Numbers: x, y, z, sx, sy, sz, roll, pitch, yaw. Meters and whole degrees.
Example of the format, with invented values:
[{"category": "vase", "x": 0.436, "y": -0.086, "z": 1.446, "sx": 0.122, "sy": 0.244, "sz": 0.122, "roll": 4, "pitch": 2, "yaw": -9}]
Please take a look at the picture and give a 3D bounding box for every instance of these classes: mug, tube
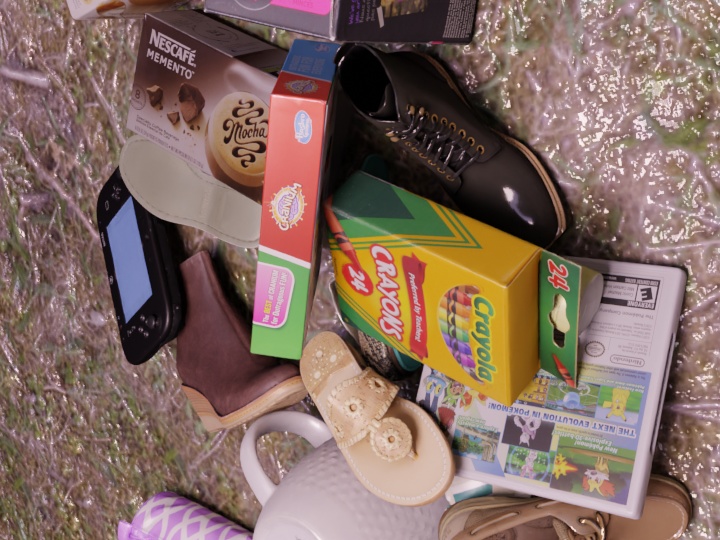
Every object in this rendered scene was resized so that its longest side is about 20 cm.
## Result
[{"category": "mug", "x": -0.022, "y": 0.201, "z": 0.962, "sx": 0.200, "sy": 0.174, "sz": 0.148, "roll": 45, "pitch": 123, "yaw": 18}, {"category": "tube", "x": 0.089, "y": -0.014, "z": 0.856, "sx": 0.198, "sy": 0.052, "sz": 0.059, "roll": 26, "pitch": 127, "yaw": 28}]

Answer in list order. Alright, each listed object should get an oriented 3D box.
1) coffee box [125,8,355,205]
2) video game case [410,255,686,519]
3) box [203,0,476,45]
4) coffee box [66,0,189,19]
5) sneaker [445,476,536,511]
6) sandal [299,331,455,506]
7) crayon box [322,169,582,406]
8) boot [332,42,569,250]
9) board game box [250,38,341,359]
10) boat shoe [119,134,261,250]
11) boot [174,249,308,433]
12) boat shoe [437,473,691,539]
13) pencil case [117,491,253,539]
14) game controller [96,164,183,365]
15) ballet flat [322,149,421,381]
[{"category": "coffee box", "x": -0.109, "y": -0.146, "z": 0.997, "sx": 0.198, "sy": 0.079, "sz": 0.115, "roll": 31, "pitch": 119, "yaw": 26}, {"category": "video game case", "x": 0.138, "y": 0.078, "z": 0.858, "sx": 0.197, "sy": 0.022, "sz": 0.185, "roll": 7, "pitch": 77, "yaw": 34}, {"category": "box", "x": -0.005, "y": -0.229, "z": 0.821, "sx": 0.121, "sy": 0.199, "sz": 0.108, "roll": 19, "pitch": 108, "yaw": 31}, {"category": "coffee box", "x": -0.164, "y": -0.295, "z": 0.978, "sx": 0.198, "sy": 0.114, "sz": 0.081, "roll": -18, "pitch": 91, "yaw": 38}, {"category": "sneaker", "x": 0.096, "y": 0.189, "z": 0.920, "sx": 0.092, "sy": 0.070, "sz": 0.203, "roll": 23, "pitch": 104, "yaw": 17}, {"category": "sandal", "x": -0.009, "y": 0.109, "z": 0.895, "sx": 0.078, "sy": 0.069, "sz": 0.212, "roll": -50, "pitch": 40, "yaw": 4}, {"category": "crayon box", "x": 0.066, "y": 0.018, "z": 0.825, "sx": 0.198, "sy": 0.051, "sz": 0.128, "roll": 25, "pitch": 141, "yaw": 32}, {"category": "boot", "x": 0.063, "y": -0.089, "z": 0.841, "sx": 0.200, "sy": 0.138, "sz": 0.078, "roll": 46, "pitch": 109, "yaw": 16}, {"category": "board game box", "x": -0.048, "y": -0.059, "z": 0.855, "sx": 0.040, "sy": 0.154, "sz": 0.203, "roll": 7, "pitch": 115, "yaw": 0}, {"category": "boat shoe", "x": -0.145, "y": -0.073, "z": 1.054, "sx": 0.200, "sy": 0.060, "sz": 0.073, "roll": 28, "pitch": 105, "yaw": 28}, {"category": "boot", "x": -0.129, "y": 0.062, "z": 1.052, "sx": 0.199, "sy": 0.072, "sz": 0.169, "roll": -24, "pitch": 82, "yaw": 55}, {"category": "boat shoe", "x": 0.159, "y": 0.204, "z": 0.844, "sx": 0.196, "sy": 0.065, "sz": 0.073, "roll": -10, "pitch": 102, "yaw": 0}, {"category": "pencil case", "x": -0.151, "y": 0.298, "z": 1.139, "sx": 0.198, "sy": 0.085, "sz": 0.085, "roll": 18, "pitch": 110, "yaw": 33}, {"category": "game controller", "x": -0.224, "y": -0.010, "z": 1.109, "sx": 0.104, "sy": 0.042, "sz": 0.203, "roll": -35, "pitch": 61, "yaw": 36}, {"category": "ballet flat", "x": 0.000, "y": 0.000, "z": 0.965, "sx": 0.074, "sy": 0.067, "sz": 0.203, "roll": -5, "pitch": 102, "yaw": 39}]
